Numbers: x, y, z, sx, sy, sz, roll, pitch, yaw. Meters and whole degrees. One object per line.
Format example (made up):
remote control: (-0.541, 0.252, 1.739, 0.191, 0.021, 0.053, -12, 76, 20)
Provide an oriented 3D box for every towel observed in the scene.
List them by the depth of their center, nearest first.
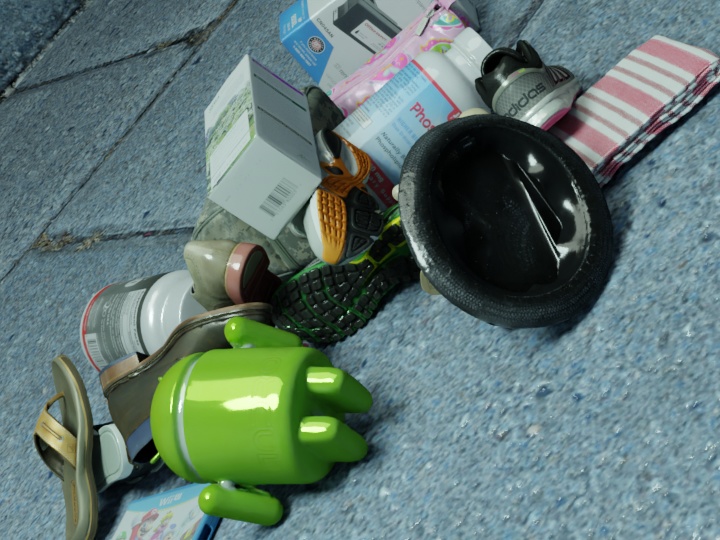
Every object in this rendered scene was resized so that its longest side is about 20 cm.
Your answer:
towel: (0.230, -0.134, 1.331, 0.200, 0.030, 0.146, -41, 22, 3)

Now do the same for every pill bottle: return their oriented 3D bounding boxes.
pill bottle: (0.063, -0.154, 1.514, 0.200, 0.109, 0.109, -42, 24, 4)
pill bottle: (-0.206, 0.059, 1.570, 0.200, 0.114, 0.114, -10, 40, 50)

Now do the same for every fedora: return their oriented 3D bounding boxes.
fedora: (0.112, -0.028, 1.220, 0.201, 0.200, 0.092, -58, -5, -30)

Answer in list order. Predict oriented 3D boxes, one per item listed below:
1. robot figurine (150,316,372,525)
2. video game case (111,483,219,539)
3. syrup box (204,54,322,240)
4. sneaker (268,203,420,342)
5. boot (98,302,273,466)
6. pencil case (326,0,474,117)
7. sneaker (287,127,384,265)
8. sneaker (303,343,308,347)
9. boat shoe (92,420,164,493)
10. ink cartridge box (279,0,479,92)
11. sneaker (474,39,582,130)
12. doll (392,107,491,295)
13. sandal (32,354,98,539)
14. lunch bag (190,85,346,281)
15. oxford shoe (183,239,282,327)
robot figurine: (-0.092, 0.125, 1.255, 0.199, 0.116, 0.176, -4, 68, 24)
video game case: (-0.200, 0.280, 1.323, 0.143, 0.018, 0.200, -22, 32, 40)
syrup box: (-0.096, -0.122, 1.406, 0.079, 0.081, 0.200, -49, 23, 19)
sneaker: (0.000, 0.000, 1.421, 0.199, 0.078, 0.085, -30, 19, 7)
boot: (-0.153, 0.106, 1.362, 0.200, 0.075, 0.097, -28, 64, 26)
pencil case: (0.046, -0.230, 1.689, 0.200, 0.087, 0.087, -41, 24, 7)
sneaker: (-0.033, -0.050, 1.395, 0.092, 0.076, 0.200, -52, 18, 26)
sneaker: (-0.132, 0.109, 1.427, 0.200, 0.075, 0.081, -23, 31, 36)
boat shoe: (-0.244, 0.186, 1.492, 0.060, 0.076, 0.200, -10, -1, -26)
ink cartridge box: (0.022, -0.299, 1.763, 0.200, 0.145, 0.084, -35, 27, 17)
sneaker: (0.157, -0.180, 1.401, 0.074, 0.088, 0.200, -40, 5, 18)
doll: (0.094, -0.072, 1.343, 0.136, 0.049, 0.201, -5, 52, 23)
sandal: (-0.300, 0.180, 1.471, 0.080, 0.054, 0.201, 140, 127, -61)
lunch bag: (-0.095, -0.087, 1.604, 0.167, 0.140, 0.200, -21, 33, 27)
oxford shoe: (-0.124, 0.021, 1.433, 0.074, 0.200, 0.071, 17, 63, 14)
